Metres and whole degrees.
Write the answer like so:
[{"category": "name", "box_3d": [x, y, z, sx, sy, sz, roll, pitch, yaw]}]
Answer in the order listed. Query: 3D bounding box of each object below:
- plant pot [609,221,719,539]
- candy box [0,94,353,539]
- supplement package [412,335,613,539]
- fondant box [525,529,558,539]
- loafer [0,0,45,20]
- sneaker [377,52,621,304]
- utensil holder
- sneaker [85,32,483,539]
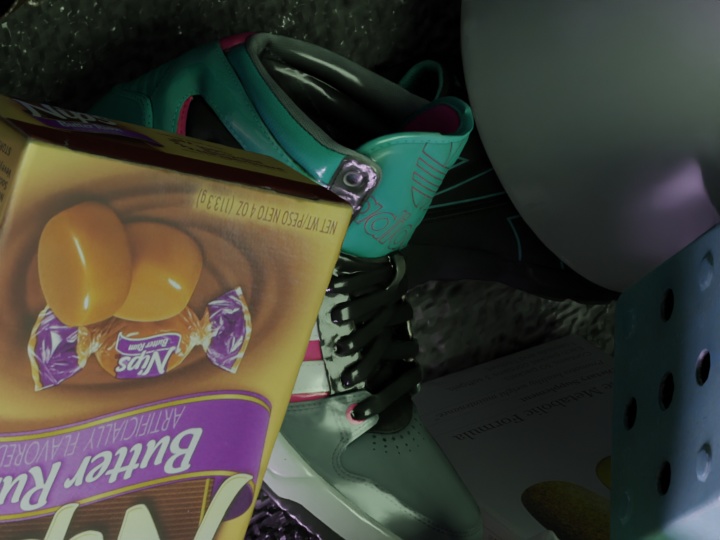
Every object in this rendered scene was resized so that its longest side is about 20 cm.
[{"category": "plant pot", "box_3d": [0.187, 0.052, 0.962, 0.199, 0.141, 0.142, 9, 70, -16]}, {"category": "candy box", "box_3d": [-0.089, 0.057, 0.890, 0.116, 0.056, 0.201, 10, 104, -37]}, {"category": "supplement package", "box_3d": [0.095, 0.123, 1.102, 0.113, 0.200, 0.110, -17, 121, -30]}, {"category": "fondant box", "box_3d": [0.040, 0.201, 0.975, 0.144, 0.058, 0.201, -25, 115, 6]}, {"category": "loafer", "box_3d": [-0.110, -0.107, 0.932, 0.200, 0.071, 0.073, -30, 127, -22]}, {"category": "sneaker", "box_3d": [0.048, -0.033, 1.086, 0.199, 0.075, 0.080, 0, 109, -37]}, {"category": "utensil holder", "box_3d": [0.158, -0.086, 1.023, 0.169, 0.200, 0.171, 16, 66, -41]}, {"category": "sneaker", "box_3d": [0.000, 0.000, 0.987, 0.121, 0.084, 0.200, -39, 93, 25]}]
